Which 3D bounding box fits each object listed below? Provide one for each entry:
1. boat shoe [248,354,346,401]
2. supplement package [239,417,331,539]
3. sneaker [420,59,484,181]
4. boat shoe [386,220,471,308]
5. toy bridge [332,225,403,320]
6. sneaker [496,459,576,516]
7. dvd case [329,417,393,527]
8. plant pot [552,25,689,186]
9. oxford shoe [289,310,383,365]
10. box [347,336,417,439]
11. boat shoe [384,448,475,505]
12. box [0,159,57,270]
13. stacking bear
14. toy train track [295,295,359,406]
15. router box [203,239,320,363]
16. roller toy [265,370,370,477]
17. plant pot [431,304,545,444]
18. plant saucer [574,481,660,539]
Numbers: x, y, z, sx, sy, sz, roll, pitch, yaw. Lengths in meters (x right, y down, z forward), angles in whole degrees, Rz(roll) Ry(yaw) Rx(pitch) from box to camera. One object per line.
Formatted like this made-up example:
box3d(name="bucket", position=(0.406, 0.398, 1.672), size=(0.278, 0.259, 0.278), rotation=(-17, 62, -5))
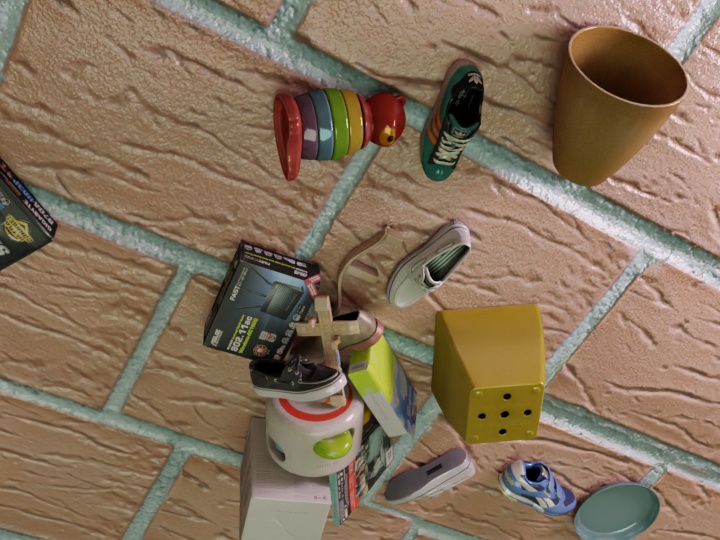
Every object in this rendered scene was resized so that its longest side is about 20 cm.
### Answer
box3d(name="boat shoe", position=(-0.113, 0.175, 1.518), size=(0.197, 0.070, 0.067), rotation=(-2, 118, 40))
box3d(name="supplement package", position=(-0.149, 0.413, 1.706), size=(0.149, 0.201, 0.153), rotation=(8, 124, -13))
box3d(name="sneaker", position=(0.142, -0.218, 1.380), size=(0.070, 0.081, 0.203), rotation=(6, 124, -12))
box3d(name="boat shoe", position=(0.114, 0.001, 1.538), size=(0.073, 0.067, 0.201), rotation=(27, 117, -23))
box3d(name="toy bridge", position=(0.000, 0.000, 1.547), size=(0.066, 0.027, 0.202), rotation=(21, 121, -19))
box3d(name="sneaker", position=(0.387, 0.458, 1.888), size=(0.197, 0.074, 0.083), rotation=(22, 117, -22))
box3d(name="dvd case", position=(0.005, 0.377, 1.724), size=(0.022, 0.200, 0.148), rotation=(20, 132, 28))
box3d(name="plant pot", position=(0.370, -0.232, 1.357), size=(0.182, 0.189, 0.202), rotation=(4, 137, -10))
box3d(name="oxford shoe", position=(-0.057, 0.115, 1.579), size=(0.198, 0.071, 0.075), rotation=(-26, 133, 26))
box3d(name="box", position=(0.044, 0.208, 1.638), size=(0.047, 0.123, 0.202), rotation=(-16, 126, 20))
box3d(name="boat shoe", position=(0.146, 0.443, 1.845), size=(0.197, 0.074, 0.066), rotation=(-26, 120, 12))
box3d(name="box", position=(-0.599, -0.096, 1.390), size=(0.157, 0.046, 0.201), rotation=(-26, 124, 10))
box3d(name="stacking bear", position=(-0.025, -0.221, 1.343), size=(0.196, 0.115, 0.123), rotation=(-9, 136, -15))
box3d(name="toy train track", position=(-0.054, 0.144, 1.522), size=(0.112, 0.033, 0.204), rotation=(-3, 110, 17))
box3d(name="router box", position=(-0.173, 0.061, 1.545), size=(0.147, 0.063, 0.202), rotation=(17, 121, -18))
box3d(name="roller toy", position=(-0.084, 0.276, 1.634), size=(0.179, 0.201, 0.142), rotation=(12, 126, 12))
box3d(name="plant pot", position=(0.244, 0.201, 1.627), size=(0.195, 0.178, 0.203), rotation=(-3, 125, -5))
box3d(name="plant saucer", position=(0.571, 0.539, 1.996), size=(0.196, 0.028, 0.203), rotation=(-4, 125, -6))
